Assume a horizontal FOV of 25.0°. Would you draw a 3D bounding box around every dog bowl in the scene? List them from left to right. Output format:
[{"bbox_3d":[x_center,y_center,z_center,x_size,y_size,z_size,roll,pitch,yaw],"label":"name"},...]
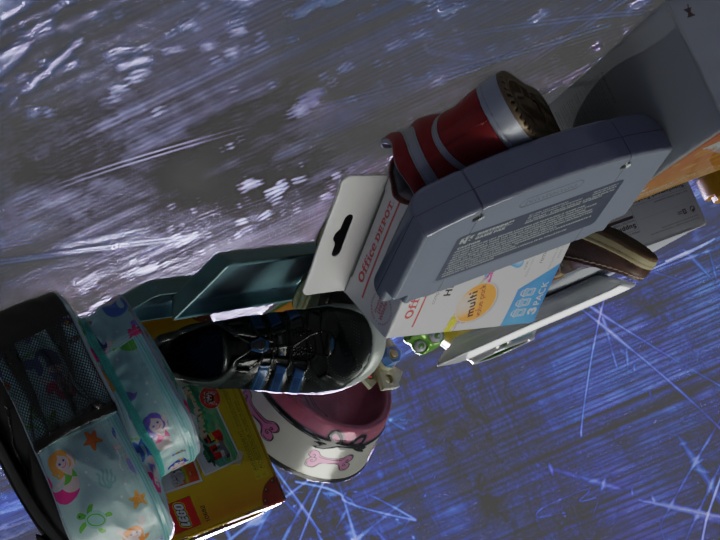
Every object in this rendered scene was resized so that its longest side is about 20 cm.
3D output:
[{"bbox_3d":[-0.053,0.127,1.752,0.200,0.200,0.074,-12,149,-54],"label":"dog bowl"}]

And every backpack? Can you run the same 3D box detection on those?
[{"bbox_3d":[-0.203,0.123,1.210,0.150,0.200,0.178,-21,171,-14],"label":"backpack"}]

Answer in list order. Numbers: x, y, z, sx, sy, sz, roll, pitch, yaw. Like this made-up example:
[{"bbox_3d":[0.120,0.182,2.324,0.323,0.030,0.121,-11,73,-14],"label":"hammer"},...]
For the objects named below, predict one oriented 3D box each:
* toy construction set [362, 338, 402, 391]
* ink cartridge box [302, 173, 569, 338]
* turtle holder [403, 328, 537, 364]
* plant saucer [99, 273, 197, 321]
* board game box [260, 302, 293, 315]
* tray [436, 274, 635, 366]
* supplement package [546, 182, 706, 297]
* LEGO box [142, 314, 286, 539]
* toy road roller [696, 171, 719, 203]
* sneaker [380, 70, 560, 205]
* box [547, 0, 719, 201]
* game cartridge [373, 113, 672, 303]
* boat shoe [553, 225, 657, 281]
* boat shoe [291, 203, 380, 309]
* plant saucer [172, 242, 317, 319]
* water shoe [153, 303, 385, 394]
[{"bbox_3d":[0.041,0.036,1.618,0.131,0.092,0.200,18,135,-28],"label":"toy construction set"},{"bbox_3d":[0.065,-0.014,1.265,0.200,0.068,0.115,-5,128,-37],"label":"ink cartridge box"},{"bbox_3d":[0.128,0.031,1.801,0.141,0.132,0.185,-25,172,18],"label":"turtle holder"},{"bbox_3d":[-0.141,0.020,1.368,0.070,0.019,0.200,-28,172,27],"label":"plant saucer"},{"bbox_3d":[-0.017,0.003,1.492,0.096,0.030,0.200,-41,-176,-41],"label":"board game box"},{"bbox_3d":[0.172,0.046,1.612,0.200,0.022,0.107,-25,171,15],"label":"tray"},{"bbox_3d":[0.211,-0.043,1.616,0.156,0.111,0.200,-19,171,-28],"label":"supplement package"},{"bbox_3d":[-0.177,0.143,1.422,0.149,0.200,0.077,-17,170,-34],"label":"LEGO box"},{"bbox_3d":[0.408,-0.116,1.552,0.123,0.146,0.200,-18,171,-36],"label":"toy road roller"},{"bbox_3d":[0.084,-0.078,1.151,0.112,0.071,0.200,-29,163,15],"label":"sneaker"},{"bbox_3d":[0.242,-0.128,1.169,0.124,0.098,0.200,-20,172,-21],"label":"box"},{"bbox_3d":[0.111,-0.045,1.113,0.200,0.042,0.133,-19,155,-22],"label":"game cartridge"},{"bbox_3d":[0.154,-0.017,1.375,0.200,0.072,0.072,20,-172,28],"label":"boat shoe"},{"bbox_3d":[-0.001,0.001,1.332,0.072,0.066,0.201,-21,157,-29],"label":"boat shoe"},{"bbox_3d":[-0.080,0.004,1.336,0.070,0.019,0.200,-43,163,24],"label":"plant saucer"},{"bbox_3d":[-0.076,0.069,1.309,0.200,0.072,0.079,-9,175,28],"label":"water shoe"}]
